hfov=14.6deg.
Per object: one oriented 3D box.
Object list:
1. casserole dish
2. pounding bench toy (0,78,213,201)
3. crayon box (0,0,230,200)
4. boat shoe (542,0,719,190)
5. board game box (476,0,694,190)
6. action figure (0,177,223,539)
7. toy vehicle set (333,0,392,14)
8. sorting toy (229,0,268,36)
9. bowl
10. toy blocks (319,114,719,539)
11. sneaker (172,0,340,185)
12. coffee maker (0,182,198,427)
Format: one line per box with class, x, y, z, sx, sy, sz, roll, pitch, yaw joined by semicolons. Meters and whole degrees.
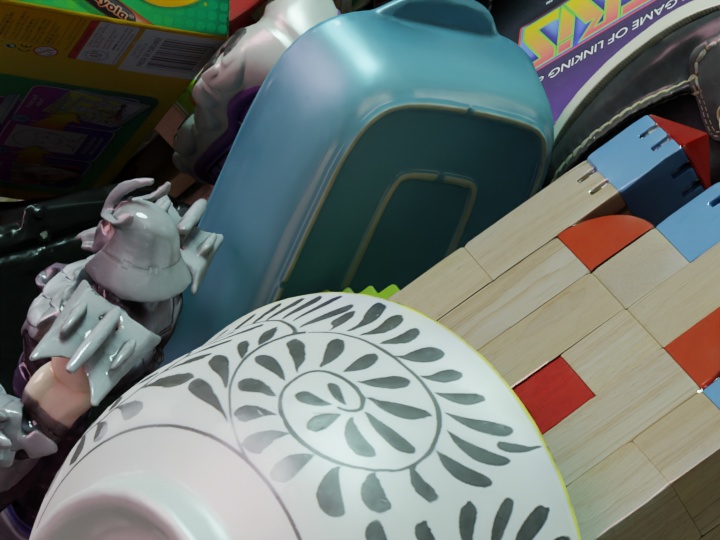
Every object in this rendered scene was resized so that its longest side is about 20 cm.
casserole dish;0.000;0.000;0.974;0.039;0.121;0.200;48;121;44
pounding bench toy;-0.187;-0.088;1.317;0.156;0.200;0.124;-39;26;9
crayon box;-0.136;-0.089;1.116;0.200;0.119;0.058;139;136;-62
boat shoe;0.140;-0.055;0.941;0.200;0.072;0.068;-25;27;31
board game box;0.113;-0.096;1.062;0.200;0.057;0.165;-30;28;27
action figure;-0.106;0.045;0.923;0.130;0.069;0.200;-38;-19;-54
toy vehicle set;0.031;-0.140;1.146;0.124;0.027;0.200;-37;-6;-6
sorting toy;-0.005;-0.163;1.221;0.199;0.070;0.200;-37;-6;-6
bowl;-0.039;0.104;0.813;0.201;0.094;0.201;-4;84;42
toy blocks;0.087;0.032;0.879;0.137;0.100;0.200;-35;36;-2
sneaker;-0.022;-0.049;1.107;0.081;0.083;0.200;-42;-3;-6
coffee maker;-0.132;0.034;1.143;0.200;0.192;0.135;-1;82;61
